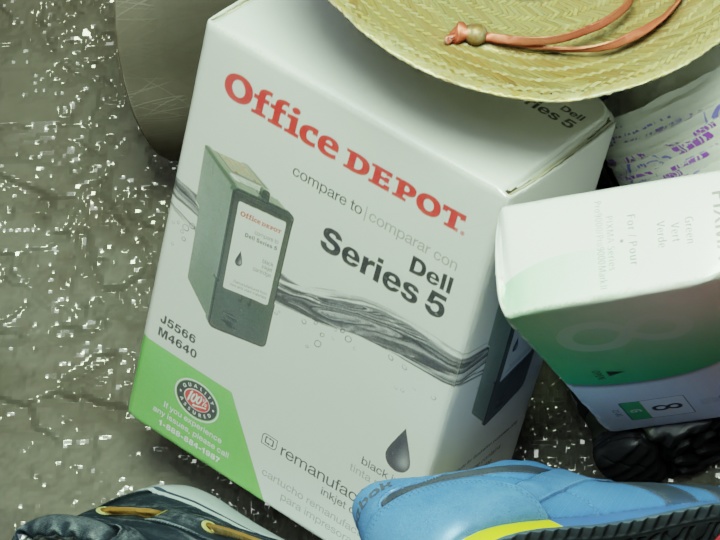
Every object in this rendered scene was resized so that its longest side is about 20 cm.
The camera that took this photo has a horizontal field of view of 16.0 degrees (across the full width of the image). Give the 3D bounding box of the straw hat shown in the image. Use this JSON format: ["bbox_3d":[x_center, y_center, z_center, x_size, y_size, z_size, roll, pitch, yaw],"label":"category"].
[{"bbox_3d":[0.059,-0.129,0.954,0.200,0.085,0.202,-1,64,1],"label":"straw hat"}]

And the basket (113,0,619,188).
[{"bbox_3d":[0.006,-0.111,1.100,0.199,0.181,0.136,-3,36,17],"label":"basket"}]

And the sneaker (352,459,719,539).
[{"bbox_3d":[0.086,0.100,0.988,0.078,0.200,0.066,42,120,46],"label":"sneaker"}]

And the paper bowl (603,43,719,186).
[{"bbox_3d":[0.179,-0.098,0.998,0.200,0.201,0.105,-32,96,-6],"label":"paper bowl"}]

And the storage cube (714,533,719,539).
[{"bbox_3d":[0.233,0.135,0.931,0.200,0.171,0.180,40,78,23],"label":"storage cube"}]

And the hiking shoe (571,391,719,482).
[{"bbox_3d":[0.173,0.006,1.054,0.200,0.076,0.101,-24,67,-1],"label":"hiking shoe"}]

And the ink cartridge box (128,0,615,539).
[{"bbox_3d":[0.000,0.000,1.013,0.145,0.200,0.084,31,39,22],"label":"ink cartridge box"}]

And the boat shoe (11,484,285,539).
[{"bbox_3d":[-0.044,0.140,0.995,0.200,0.091,0.071,17,105,35],"label":"boat shoe"}]

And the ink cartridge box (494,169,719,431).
[{"bbox_3d":[0.164,0.006,0.930,0.199,0.161,0.050,-7,69,17],"label":"ink cartridge box"}]
